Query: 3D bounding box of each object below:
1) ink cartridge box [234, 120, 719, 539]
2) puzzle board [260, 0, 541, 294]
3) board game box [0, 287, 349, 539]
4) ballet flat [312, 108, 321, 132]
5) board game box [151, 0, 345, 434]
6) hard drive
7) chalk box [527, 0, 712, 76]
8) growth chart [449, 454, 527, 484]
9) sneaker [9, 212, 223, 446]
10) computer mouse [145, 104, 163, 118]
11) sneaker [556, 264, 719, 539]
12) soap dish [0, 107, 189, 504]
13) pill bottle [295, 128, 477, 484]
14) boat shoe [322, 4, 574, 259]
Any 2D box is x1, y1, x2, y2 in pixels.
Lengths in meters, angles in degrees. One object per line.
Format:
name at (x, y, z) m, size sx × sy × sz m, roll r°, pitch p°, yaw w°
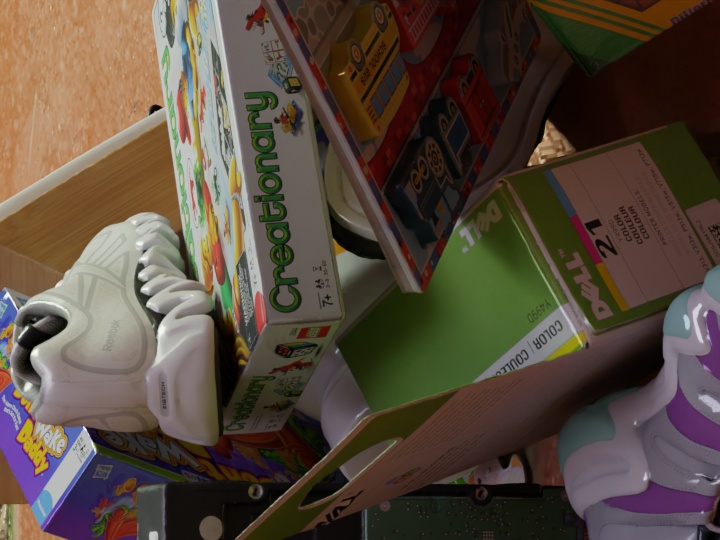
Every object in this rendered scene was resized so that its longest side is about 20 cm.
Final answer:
ink cartridge box at (0.036, 0.028, 0.962) m, size 0.076 × 0.200 × 0.148 m, roll 63°, pitch 144°, yaw 14°
puzzle board at (0.019, -0.106, 0.936) m, size 0.017 × 0.151 × 0.200 m, roll -14°, pitch 27°, yaw 25°
board game box at (-0.074, 0.091, 1.137) m, size 0.045 × 0.200 × 0.134 m, roll -55°, pitch 38°, yaw 14°
ballet flat at (-0.007, -0.126, 1.074) m, size 0.200 × 0.067 × 0.068 m, roll -42°, pitch 34°, yaw 23°
board game box at (-0.049, -0.048, 1.015) m, size 0.126 × 0.035 × 0.200 m, roll 118°, pitch 145°, yaw -64°
hard drive at (0.005, 0.156, 1.018) m, size 0.038 × 0.200 × 0.140 m, roll -17°, pitch 73°, yaw 63°
chalk box at (0.074, -0.191, 0.896) m, size 0.124 × 0.200 × 0.124 m, roll -32°, pitch 51°, yaw 13°
growth chart at (0.024, 0.111, 1.184) m, size 0.200 × 0.018 × 0.145 m, roll 54°, pitch 133°, yaw 49°
sneaker at (-0.110, 0.022, 1.049) m, size 0.200 × 0.081 × 0.075 m, roll -136°, pitch 41°, yaw -74°
computer mouse at (-0.086, -0.054, 1.378) m, size 0.200 × 0.046 × 0.141 m, roll -27°, pitch 62°, yaw 58°
sneaker at (0.146, 0.085, 0.903) m, size 0.200 × 0.078 × 0.140 m, roll 121°, pitch 141°, yaw -56°
soap dish at (-0.112, 0.015, 1.255) m, size 0.081 × 0.200 × 0.158 m, roll 22°, pitch 126°, yaw 26°
pill bottle at (0.000, 0.000, 1.139) m, size 0.112 × 0.112 × 0.200 m, roll -62°, pitch 36°, yaw 38°
boat shoe at (0.036, -0.053, 1.035) m, size 0.200 × 0.074 × 0.060 m, roll -58°, pitch -11°, yaw -51°
